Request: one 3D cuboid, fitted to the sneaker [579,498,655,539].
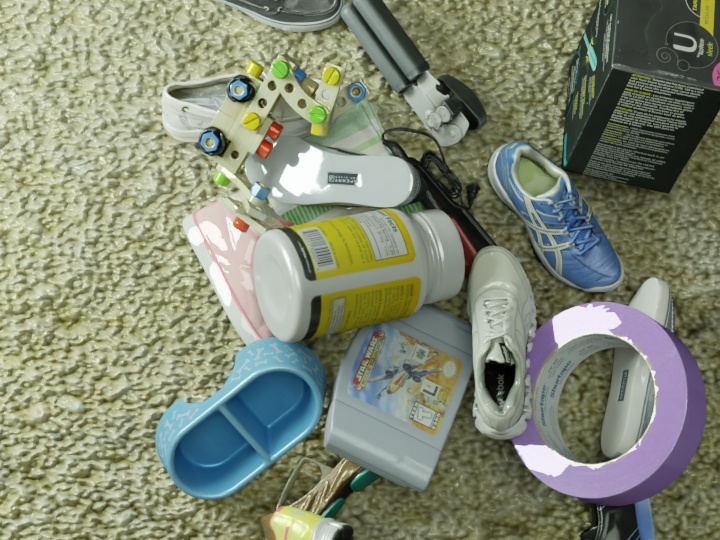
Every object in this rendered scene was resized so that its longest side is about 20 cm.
[{"bbox_3d":[0.276,0.312,1.511,0.077,0.070,0.203,-8,76,-1],"label":"sneaker"}]

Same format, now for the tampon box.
[{"bbox_3d":[0.299,-0.203,1.501,0.124,0.201,0.152,11,62,-3],"label":"tampon box"}]

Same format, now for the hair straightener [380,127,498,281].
[{"bbox_3d":[0.094,-0.077,1.564,0.201,0.041,0.077,51,47,2],"label":"hair straightener"}]

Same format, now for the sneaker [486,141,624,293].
[{"bbox_3d":[0.212,-0.056,1.552,0.076,0.077,0.200,-42,88,-11],"label":"sneaker"}]

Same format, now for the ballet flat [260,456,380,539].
[{"bbox_3d":[-0.028,0.216,1.507,0.200,0.068,0.072,-44,72,-4],"label":"ballet flat"}]

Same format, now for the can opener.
[{"bbox_3d":[0.056,-0.224,1.581,0.201,0.053,0.066,50,46,-2],"label":"can opener"}]

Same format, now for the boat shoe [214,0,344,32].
[{"bbox_3d":[-0.112,-0.319,1.570,0.198,0.066,0.071,20,81,-3],"label":"boat shoe"}]

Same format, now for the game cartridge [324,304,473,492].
[{"bbox_3d":[0.042,0.118,1.498,0.132,0.042,0.201,27,57,-4],"label":"game cartridge"}]

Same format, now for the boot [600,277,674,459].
[{"bbox_3d":[0.324,0.116,1.547,0.089,0.073,0.203,17,82,-17],"label":"boot"}]

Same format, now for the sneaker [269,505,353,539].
[{"bbox_3d":[-0.068,0.315,1.449,0.089,0.078,0.202,25,121,17],"label":"sneaker"}]

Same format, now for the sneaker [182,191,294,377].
[{"bbox_3d":[-0.100,0.006,1.513,0.104,0.075,0.202,-30,81,5],"label":"sneaker"}]

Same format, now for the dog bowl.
[{"bbox_3d":[-0.120,0.157,1.473,0.199,0.050,0.112,-38,112,5],"label":"dog bowl"}]

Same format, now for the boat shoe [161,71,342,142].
[{"bbox_3d":[-0.116,-0.182,1.541,0.197,0.070,0.072,-8,59,-6],"label":"boat shoe"}]

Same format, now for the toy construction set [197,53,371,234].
[{"bbox_3d":[-0.091,-0.138,1.474,0.130,0.092,0.201,31,88,0],"label":"toy construction set"}]

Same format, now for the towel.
[{"bbox_3d":[-0.012,-0.071,1.564,0.151,0.023,0.202,-28,85,-7],"label":"towel"}]

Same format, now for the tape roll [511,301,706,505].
[{"bbox_3d":[0.252,0.138,1.480,0.198,0.065,0.203,-9,71,29],"label":"tape roll"}]

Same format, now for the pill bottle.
[{"bbox_3d":[0.000,0.000,1.465,0.198,0.114,0.116,-11,82,-25],"label":"pill bottle"}]

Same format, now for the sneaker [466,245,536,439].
[{"bbox_3d":[0.144,0.068,1.474,0.074,0.081,0.203,-5,73,9],"label":"sneaker"}]

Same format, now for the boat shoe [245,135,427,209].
[{"bbox_3d":[-0.025,-0.100,1.526,0.197,0.068,0.073,6,88,21],"label":"boat shoe"}]
